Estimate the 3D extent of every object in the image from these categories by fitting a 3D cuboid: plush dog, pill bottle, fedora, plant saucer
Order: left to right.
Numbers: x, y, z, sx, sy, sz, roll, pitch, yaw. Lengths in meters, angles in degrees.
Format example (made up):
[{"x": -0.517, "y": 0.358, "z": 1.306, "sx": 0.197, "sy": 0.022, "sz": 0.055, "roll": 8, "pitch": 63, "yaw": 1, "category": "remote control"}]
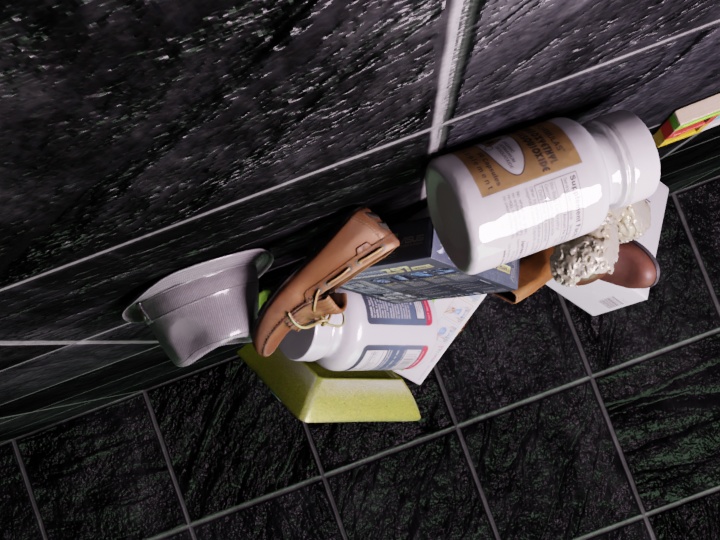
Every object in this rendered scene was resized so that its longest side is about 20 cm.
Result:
[{"x": -0.172, "y": 0.052, "z": 1.031, "sx": 0.176, "sy": 0.091, "sz": 0.200, "roll": -17, "pitch": 174, "yaw": -35, "category": "fedora"}, {"x": -0.039, "y": 0.138, "z": 1.251, "sx": 0.199, "sy": 0.048, "sz": 0.200, "roll": 6, "pitch": -161, "yaw": -36, "category": "plant saucer"}, {"x": -0.006, "y": 0.072, "z": 1.198, "sx": 0.199, "sy": 0.120, "sz": 0.119, "roll": 5, "pitch": 160, "yaw": -40, "category": "pill bottle"}, {"x": 0.171, "y": -0.080, "z": 0.857, "sx": 0.199, "sy": 0.115, "sz": 0.114, "roll": -19, "pitch": 175, "yaw": -11, "category": "pill bottle"}, {"x": 0.245, "y": -0.083, "z": 1.135, "sx": 0.171, "sy": 0.161, "sz": 0.200, "roll": -2, "pitch": -154, "yaw": 40, "category": "plush dog"}]

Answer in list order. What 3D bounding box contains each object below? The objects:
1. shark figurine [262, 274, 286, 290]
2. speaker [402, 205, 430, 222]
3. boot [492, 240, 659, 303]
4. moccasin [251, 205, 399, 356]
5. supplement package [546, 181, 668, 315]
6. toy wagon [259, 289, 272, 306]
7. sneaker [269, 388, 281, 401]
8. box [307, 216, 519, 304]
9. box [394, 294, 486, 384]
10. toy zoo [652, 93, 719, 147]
[{"x": -0.110, "y": 0.057, "z": 1.390, "sx": 0.128, "sy": 0.090, "sz": 0.214, "roll": -14, "pitch": 170, "yaw": -40, "category": "shark figurine"}, {"x": 0.095, "y": -0.043, "z": 1.164, "sx": 0.081, "sy": 0.082, "sz": 0.200, "roll": -18, "pitch": 175, "yaw": -24, "category": "speaker"}, {"x": 0.256, "y": -0.004, "z": 1.163, "sx": 0.200, "sy": 0.188, "sz": 0.069, "roll": -21, "pitch": 133, "yaw": -39, "category": "boot"}, {"x": -0.040, "y": 0.023, "z": 0.980, "sx": 0.201, "sy": 0.078, "sz": 0.074, "roll": -44, "pitch": 174, "yaw": 9, "category": "moccasin"}, {"x": 0.366, "y": -0.054, "z": 1.352, "sx": 0.114, "sy": 0.109, "sz": 0.201, "roll": -26, "pitch": -143, "yaw": 56, "category": "supplement package"}, {"x": -0.130, "y": 0.062, "z": 1.260, "sx": 0.199, "sy": 0.040, "sz": 0.155, "roll": 0, "pitch": 166, "yaw": 2, "category": "toy wagon"}, {"x": -0.074, "y": 0.112, "z": 1.402, "sx": 0.081, "sy": 0.077, "sz": 0.200, "roll": 5, "pitch": -122, "yaw": 52, "category": "sneaker"}, {"x": 0.059, "y": -0.007, "z": 1.057, "sx": 0.157, "sy": 0.051, "sz": 0.200, "roll": 17, "pitch": 161, "yaw": -42, "category": "box"}, {"x": 0.099, "y": 0.052, "z": 1.371, "sx": 0.200, "sy": 0.101, "sz": 0.113, "roll": -56, "pitch": -168, "yaw": 20, "category": "box"}, {"x": 0.466, "y": -0.207, "z": 1.212, "sx": 0.131, "sy": 0.021, "sz": 0.200, "roll": -21, "pitch": 175, "yaw": 7, "category": "toy zoo"}]
